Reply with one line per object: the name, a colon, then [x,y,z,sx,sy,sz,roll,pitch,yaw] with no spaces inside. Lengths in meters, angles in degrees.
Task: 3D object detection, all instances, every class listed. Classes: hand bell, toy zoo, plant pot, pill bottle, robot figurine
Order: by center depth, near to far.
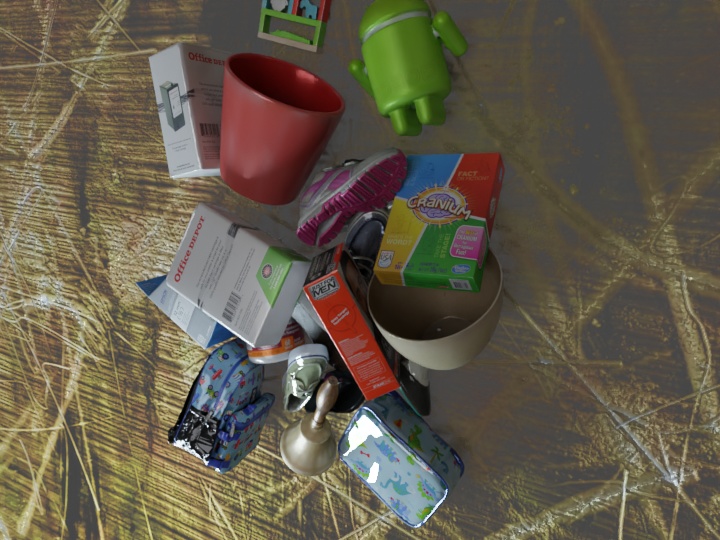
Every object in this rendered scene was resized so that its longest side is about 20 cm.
robot figurine: [0.064,-0.303,0.841,0.172,0.115,0.207,-16,91,35]
plant pot: [0.120,0.066,0.854,0.194,0.203,0.137,3,137,28]
hand bell: [-0.065,0.237,0.939,0.103,0.103,0.203,38,137,17]
plant pot: [-0.142,-0.221,0.941,0.198,0.199,0.181,37,124,18]
toy zoo: [-0.100,-0.477,0.955,0.128,0.020,0.206,22,110,24]
pill bottle: [-0.165,0.053,1.038,0.106,0.109,0.207,-7,96,29]

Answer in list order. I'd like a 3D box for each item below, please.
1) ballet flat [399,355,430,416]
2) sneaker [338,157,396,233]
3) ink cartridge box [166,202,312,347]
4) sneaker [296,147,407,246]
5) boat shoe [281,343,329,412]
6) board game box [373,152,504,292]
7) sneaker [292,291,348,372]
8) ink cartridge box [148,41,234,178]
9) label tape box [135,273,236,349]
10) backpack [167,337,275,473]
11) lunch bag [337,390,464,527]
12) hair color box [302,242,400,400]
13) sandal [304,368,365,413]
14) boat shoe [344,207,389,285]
ballet flat: [0.068,0.139,0.950,0.068,0.068,0.202,-40,80,19]
sneaker: [-0.025,-0.122,0.954,0.195,0.070,0.102,-19,88,24]
ink cartridge box: [-0.195,0.005,0.932,0.197,0.084,0.149,30,99,20]
sneaker: [-0.022,-0.127,0.866,0.196,0.081,0.090,-31,53,15]
boat shoe: [-0.096,0.188,1.007,0.201,0.069,0.064,116,152,-56]
board game box: [0.114,-0.074,0.832,0.148,0.040,0.205,3,62,28]
sneaker: [-0.053,0.087,1.010,0.072,0.085,0.202,-21,111,43]
ink cartridge box: [-0.273,-0.274,1.018,0.082,0.144,0.208,-6,96,30]
label tape box: [-0.300,0.045,1.092,0.198,0.142,0.067,39,115,17]
backpack: [-0.240,0.238,1.084,0.131,0.182,0.205,25,99,13]
lunch bag: [0.061,0.311,0.965,0.199,0.082,0.163,39,128,17]
hair color box: [-0.007,0.075,0.854,0.060,0.102,0.204,-24,111,14]
sandal: [-0.050,0.208,0.996,0.199,0.047,0.078,-31,47,46]
boat shoe: [0.000,0.000,0.921,0.072,0.094,0.204,11,129,-12]
